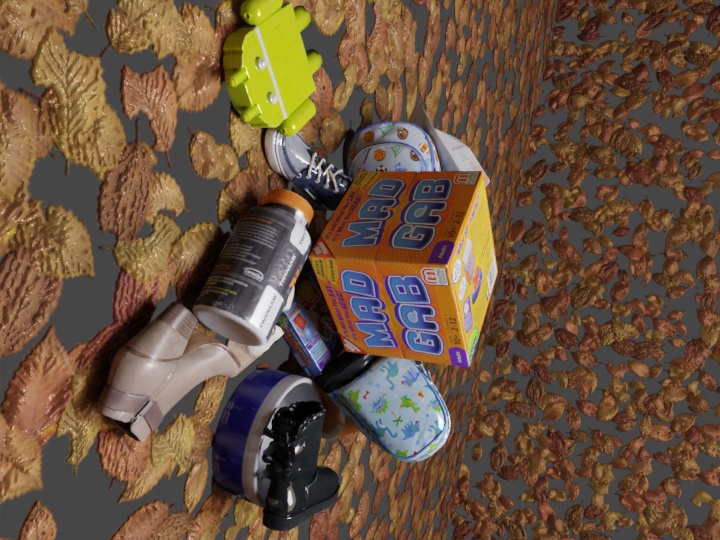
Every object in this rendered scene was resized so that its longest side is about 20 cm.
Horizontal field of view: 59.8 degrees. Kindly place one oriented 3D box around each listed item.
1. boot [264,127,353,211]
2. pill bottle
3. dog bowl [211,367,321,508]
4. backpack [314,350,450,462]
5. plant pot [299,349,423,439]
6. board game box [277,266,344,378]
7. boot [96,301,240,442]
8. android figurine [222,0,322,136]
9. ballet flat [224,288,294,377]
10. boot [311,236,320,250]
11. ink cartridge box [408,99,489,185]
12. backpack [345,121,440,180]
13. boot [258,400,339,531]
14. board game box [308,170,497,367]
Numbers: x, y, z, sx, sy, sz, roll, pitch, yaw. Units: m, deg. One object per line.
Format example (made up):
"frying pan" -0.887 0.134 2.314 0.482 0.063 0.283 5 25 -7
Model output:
"boot" -0.065 -0.151 0.937 0.200 0.090 0.073 51 54 -62
"pill bottle" -0.131 -0.010 0.827 0.106 0.106 0.201 65 42 -55
"dog bowl" -0.140 0.256 0.972 0.200 0.078 0.201 11 90 -67
"backpack" 0.052 0.207 0.991 0.163 0.154 0.200 -35 100 -13
"plant pot" -0.014 0.212 1.136 0.183 0.200 0.201 -19 119 -47
"board game box" -0.060 0.064 1.044 0.136 0.034 0.200 60 37 -13
"boot" -0.225 0.133 0.739 0.147 0.070 0.200 -61 152 -22
"android figurine" -0.112 -0.266 0.817 0.200 0.041 0.183 -57 143 -44
"ballet flat" -0.137 0.061 0.897 0.068 0.067 0.201 42 62 -64
"boot" 0.000 0.000 1.073 0.199 0.068 0.131 -1 84 -48
"ink cartridge box" 0.149 -0.200 1.177 0.050 0.201 0.162 -19 163 -19
"backpack" 0.055 -0.165 1.106 0.154 0.199 0.192 4 82 -82
"boot" -0.081 0.276 0.935 0.198 0.073 0.163 -1 98 -67
"board game box" 0.075 -0.008 0.926 0.200 0.199 0.200 -63 147 -40
